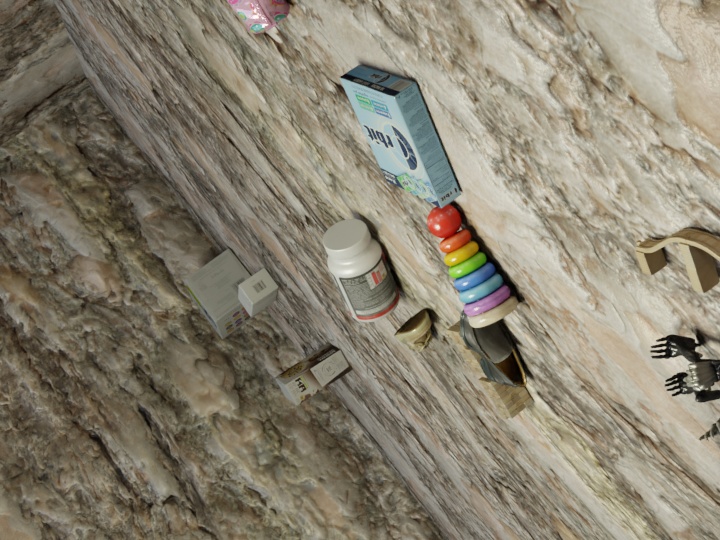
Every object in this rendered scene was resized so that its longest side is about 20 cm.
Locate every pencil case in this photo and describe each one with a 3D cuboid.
[{"bbox_3d":[-0.191,-0.475,1.651,0.087,0.087,0.200,41,169,44],"label":"pencil case"}]

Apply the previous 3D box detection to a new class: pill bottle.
[{"bbox_3d":[0.000,0.000,2.111,0.116,0.116,0.200,39,159,48],"label":"pill bottle"}]

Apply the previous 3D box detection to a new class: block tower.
[{"bbox_3d":[0.237,0.177,1.873,0.200,0.054,0.058,57,166,-12],"label":"block tower"}]

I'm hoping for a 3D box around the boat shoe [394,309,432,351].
[{"bbox_3d":[0.120,0.130,2.126,0.065,0.072,0.200,45,168,1],"label":"boat shoe"}]

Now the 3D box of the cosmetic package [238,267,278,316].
[{"bbox_3d":[-0.336,0.074,3.390,0.085,0.108,0.200,53,164,6],"label":"cosmetic package"}]

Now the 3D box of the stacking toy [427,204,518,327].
[{"bbox_3d":[0.169,-0.014,1.632,0.200,0.085,0.085,62,165,-5],"label":"stacking toy"}]

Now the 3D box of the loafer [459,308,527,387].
[{"bbox_3d":[0.232,0.126,1.764,0.072,0.073,0.200,25,158,47],"label":"loafer"}]

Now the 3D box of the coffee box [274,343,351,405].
[{"bbox_3d":[-0.142,0.311,3.111,0.080,0.200,0.113,62,165,-16],"label":"coffee box"}]

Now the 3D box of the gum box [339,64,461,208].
[{"bbox_3d":[0.061,-0.207,1.583,0.170,0.045,0.200,33,153,55],"label":"gum box"}]

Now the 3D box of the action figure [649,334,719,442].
[{"bbox_3d":[0.406,0.136,1.142,0.200,0.102,0.119,25,136,66],"label":"action figure"}]

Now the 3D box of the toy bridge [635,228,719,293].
[{"bbox_3d":[0.360,-0.010,1.100,0.200,0.027,0.067,27,147,62],"label":"toy bridge"}]

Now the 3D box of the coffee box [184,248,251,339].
[{"bbox_3d":[-0.479,0.085,3.685,0.200,0.200,0.198,50,165,18],"label":"coffee box"}]
